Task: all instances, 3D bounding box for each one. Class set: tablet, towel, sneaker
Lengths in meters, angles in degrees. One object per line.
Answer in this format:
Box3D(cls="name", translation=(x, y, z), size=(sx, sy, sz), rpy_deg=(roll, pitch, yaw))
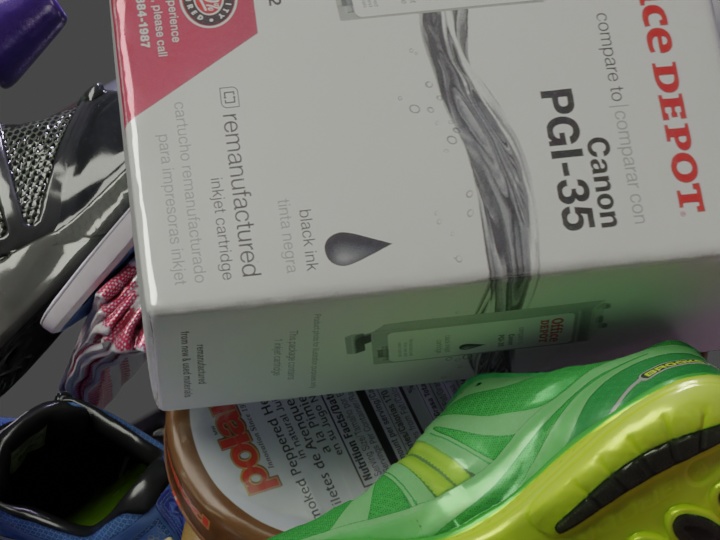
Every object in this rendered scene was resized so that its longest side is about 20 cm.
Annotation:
Box3D(cls="tablet", translation=(-0.052, -0.044, 1.143), size=(0.130, 0.014, 0.200), rpy_deg=(-47, -4, 24))
Box3D(cls="towel", translation=(-0.045, -0.020, 1.159), size=(0.200, 0.030, 0.146), rpy_deg=(-44, -3, -20))
Box3D(cls="sneaker", translation=(-0.134, -0.048, 1.161), size=(0.114, 0.076, 0.199), rpy_deg=(42, 78, 12))
Box3D(cls="sneaker", translation=(0.037, 0.084, 0.900), size=(0.199, 0.074, 0.084), rpy_deg=(-23, 23, 7))
Box3D(cls="sneaker", translation=(-0.124, 0.081, 1.125), size=(0.199, 0.089, 0.079), rpy_deg=(8, 53, 44))

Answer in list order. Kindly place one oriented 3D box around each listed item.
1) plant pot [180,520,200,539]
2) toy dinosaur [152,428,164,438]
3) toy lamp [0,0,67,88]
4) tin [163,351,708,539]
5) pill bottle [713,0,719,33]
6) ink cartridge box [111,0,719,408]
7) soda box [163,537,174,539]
Box3D(cls="plant pot", translation=(0.029, 0.083, 1.010), size=(0.199, 0.028, 0.200), rpy_deg=(-8, 33, 5))
Box3D(cls="toy dinosaur", translation=(0.000, 0.000, 1.107), size=(0.199, 0.103, 0.077), rpy_deg=(-21, 38, 5))
Box3D(cls="toy lamp", translation=(-0.239, -0.084, 1.418), size=(0.200, 0.058, 0.058), rpy_deg=(-36, 37, -4))
Box3D(cls="tin", translation=(0.027, 0.036, 0.970), size=(0.199, 0.042, 0.112), rpy_deg=(-22, 64, -11))
Box3D(cls="pill bottle", translation=(0.194, -0.157, 1.137), size=(0.200, 0.112, 0.111), rpy_deg=(-37, 37, -4))
Box3D(cls="ink cartridge box", translation=(0.021, -0.045, 0.932), size=(0.199, 0.083, 0.147), rpy_deg=(-6, 66, -5))
Box3D(cls="soda box", translation=(-0.053, 0.187, 0.978), size=(0.068, 0.064, 0.200), rpy_deg=(-33, 36, 1))
